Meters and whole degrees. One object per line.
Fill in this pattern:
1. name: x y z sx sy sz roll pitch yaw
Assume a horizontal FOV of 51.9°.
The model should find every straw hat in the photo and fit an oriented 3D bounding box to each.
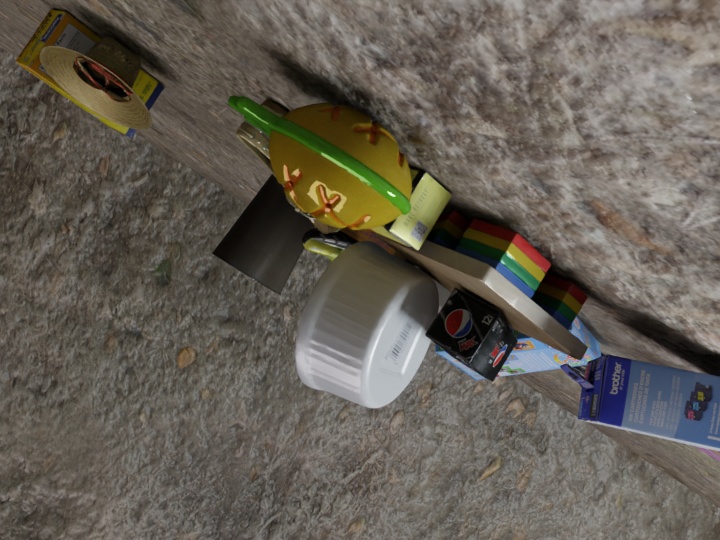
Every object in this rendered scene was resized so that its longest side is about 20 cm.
1. straw hat: -0.383 -0.309 1.136 0.200 0.085 0.201 23 163 7

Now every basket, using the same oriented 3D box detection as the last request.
1. basket: -0.154 -0.078 1.343 0.136 0.201 0.180 30 177 19

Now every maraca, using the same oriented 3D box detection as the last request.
1. maraca: -0.037 -0.108 0.699 0.199 0.107 0.137 32 177 13

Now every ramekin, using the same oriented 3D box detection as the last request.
1. ramekin: 0.016 0.073 0.926 0.097 0.201 0.200 24 173 26

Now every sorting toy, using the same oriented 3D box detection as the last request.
1. sorting toy: 0.151 0.002 0.860 0.200 0.070 0.199 35 176 -35

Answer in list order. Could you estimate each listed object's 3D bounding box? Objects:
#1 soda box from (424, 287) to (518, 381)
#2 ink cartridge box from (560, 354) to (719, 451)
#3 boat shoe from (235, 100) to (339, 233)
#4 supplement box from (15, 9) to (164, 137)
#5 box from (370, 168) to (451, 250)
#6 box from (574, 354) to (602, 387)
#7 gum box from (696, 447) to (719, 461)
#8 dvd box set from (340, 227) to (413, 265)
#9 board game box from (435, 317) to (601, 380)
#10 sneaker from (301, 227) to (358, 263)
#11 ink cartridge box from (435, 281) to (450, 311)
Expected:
1. soda box: 0.142 0.084 0.917 0.063 0.071 0.200 32 177 23
2. ink cartridge box: 0.318 0.143 0.804 0.199 0.077 0.136 9 171 10
3. boat shoe: -0.086 -0.116 0.935 0.073 0.063 0.201 26 154 44
4. supplement box: -0.457 -0.332 1.257 0.200 0.109 0.109 36 175 -39
5. box: 0.010 -0.088 0.842 0.050 0.076 0.200 35 175 -38
6. box: 0.448 0.205 1.225 0.199 0.050 0.198 29 176 32
7. gum box: 0.499 0.226 0.904 0.199 0.066 0.113 30 176 34
8. dvd box set: 0.019 -0.063 1.099 0.199 0.030 0.146 31 -166 24
9. board game box: 0.230 0.112 1.075 0.199 0.037 0.151 -12 151 28
10. sneaker: 0.000 0.000 1.088 0.199 0.091 0.078 21 -166 -21
11. ink cartridge box: 0.194 0.063 1.187 0.146 0.083 0.200 29 175 40
